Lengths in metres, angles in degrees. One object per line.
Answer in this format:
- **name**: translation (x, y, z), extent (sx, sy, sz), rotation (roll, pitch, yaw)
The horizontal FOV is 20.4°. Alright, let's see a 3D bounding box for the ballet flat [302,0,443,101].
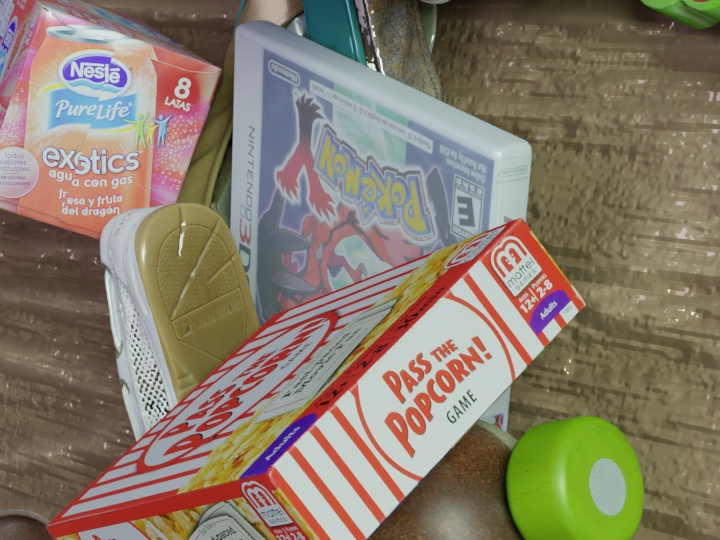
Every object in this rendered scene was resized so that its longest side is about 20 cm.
- **ballet flat**: translation (0.000, -0.155, 0.930), extent (0.068, 0.067, 0.200), rotation (3, 104, 51)

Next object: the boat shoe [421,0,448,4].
- **boat shoe**: translation (0.039, -0.219, 0.865), extent (0.067, 0.057, 0.200), rotation (19, 94, 47)

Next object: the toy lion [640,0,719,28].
- **toy lion**: translation (0.182, -0.174, 0.775), extent (0.200, 0.069, 0.192), rotation (-55, 38, 22)

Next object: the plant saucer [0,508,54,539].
- **plant saucer**: translation (-0.184, 0.231, 1.081), extent (0.200, 0.037, 0.201), rotation (-18, 66, 45)

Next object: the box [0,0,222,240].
- **box**: translation (-0.146, -0.085, 1.032), extent (0.200, 0.095, 0.103), rotation (-142, 71, -71)

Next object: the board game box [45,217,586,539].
- **board game box**: translation (-0.023, 0.061, 0.795), extent (0.151, 0.046, 0.200), rotation (-44, 12, -32)

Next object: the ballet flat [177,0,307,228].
- **ballet flat**: translation (-0.038, -0.083, 0.993), extent (0.063, 0.069, 0.200), rotation (47, 123, 34)

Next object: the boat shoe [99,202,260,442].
- **boat shoe**: translation (-0.077, 0.064, 0.949), extent (0.069, 0.071, 0.200), rotation (3, 108, 53)

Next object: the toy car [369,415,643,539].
- **toy car**: translation (-0.004, 0.145, 0.762), extent (0.164, 0.200, 0.158), rotation (-16, 85, 44)

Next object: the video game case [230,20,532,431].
- **video game case**: translation (0.000, 0.000, 0.900), extent (0.200, 0.023, 0.182), rotation (30, 125, 48)
